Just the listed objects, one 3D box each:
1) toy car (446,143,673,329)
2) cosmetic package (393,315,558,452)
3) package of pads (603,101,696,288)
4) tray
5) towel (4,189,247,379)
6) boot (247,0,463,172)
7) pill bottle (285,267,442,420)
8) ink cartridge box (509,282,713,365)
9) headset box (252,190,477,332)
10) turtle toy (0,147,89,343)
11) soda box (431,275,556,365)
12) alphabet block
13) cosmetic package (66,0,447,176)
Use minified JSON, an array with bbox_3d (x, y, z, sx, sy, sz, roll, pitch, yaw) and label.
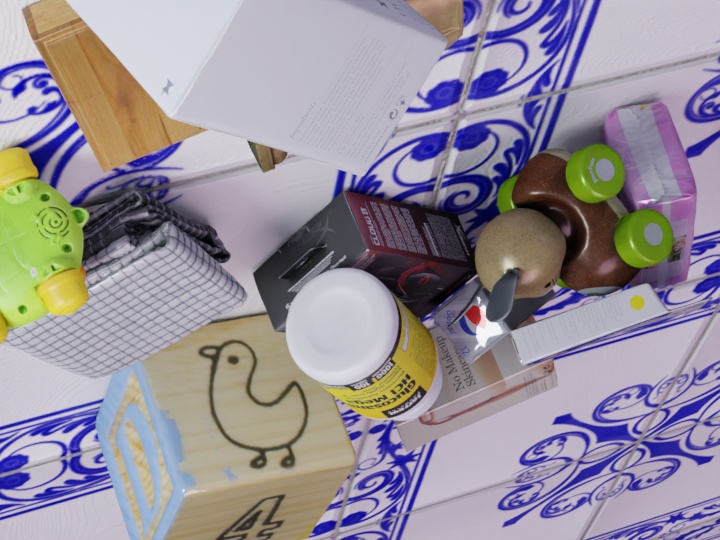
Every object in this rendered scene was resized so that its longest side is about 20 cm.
[{"bbox_3d":[0.173,-0.006,1.726,0.200,0.158,0.164,-44,-170,-25],"label":"toy car"},{"bbox_3d":[0.121,0.118,2.068,0.198,0.104,0.087,-25,152,-1],"label":"cosmetic package"},{"bbox_3d":[0.299,-0.075,1.837,0.075,0.122,0.200,-13,153,2],"label":"package of pads"},{"bbox_3d":[-0.189,-0.156,1.402,0.098,0.037,0.200,-22,152,-3],"label":"tray"},{"bbox_3d":[-0.226,0.010,1.624,0.199,0.086,0.165,-29,151,14],"label":"towel"},{"bbox_3d":[-0.010,-0.170,1.488,0.198,0.067,0.176,-21,153,-8],"label":"boot"},{"bbox_3d":[0.012,0.081,1.732,0.112,0.113,0.200,-28,153,10],"label":"pill bottle"},{"bbox_3d":[0.252,0.048,1.804,0.198,0.047,0.198,-21,174,4],"label":"ink cartridge box"},{"bbox_3d":[0.000,0.000,1.788,0.199,0.076,0.148,10,139,-48],"label":"headset box"},{"bbox_3d":[-0.315,-0.005,1.485,0.198,0.147,0.101,-25,175,4],"label":"turtle toy"},{"bbox_3d":[0.145,0.035,1.887,0.063,0.069,0.200,-39,175,22],"label":"soda box"},{"bbox_3d":[-0.147,0.181,1.872,0.198,0.197,0.197,-9,152,-27],"label":"alphabet block"},{"bbox_3d":[-0.083,-0.186,1.225,0.199,0.199,0.124,11,118,-49],"label":"cosmetic package"}]
